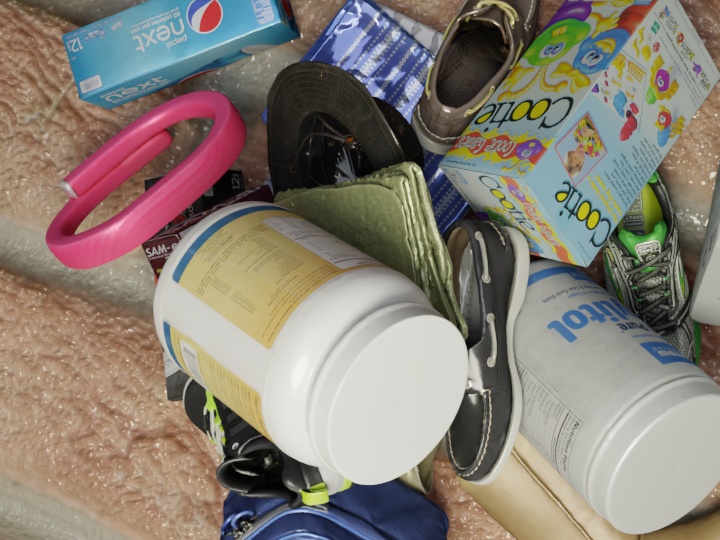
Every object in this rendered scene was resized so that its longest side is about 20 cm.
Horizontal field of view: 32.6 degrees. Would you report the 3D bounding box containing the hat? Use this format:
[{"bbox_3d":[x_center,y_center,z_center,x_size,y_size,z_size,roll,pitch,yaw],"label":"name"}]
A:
[{"bbox_3d":[0.002,-0.081,1.012,0.200,0.081,0.201,28,129,40],"label":"hat"}]

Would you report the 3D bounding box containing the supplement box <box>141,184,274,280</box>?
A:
[{"bbox_3d":[-0.090,0.042,1.037,0.061,0.109,0.200,-11,107,50],"label":"supplement box"}]

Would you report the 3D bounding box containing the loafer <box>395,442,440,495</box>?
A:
[{"bbox_3d":[0.061,0.101,1.050,0.068,0.076,0.201,5,88,18],"label":"loafer"}]

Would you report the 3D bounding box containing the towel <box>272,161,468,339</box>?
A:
[{"bbox_3d":[0.000,0.000,0.947,0.200,0.036,0.149,-9,94,52],"label":"towel"}]

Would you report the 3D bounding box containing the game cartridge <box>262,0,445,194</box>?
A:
[{"bbox_3d":[0.010,-0.128,1.092,0.129,0.038,0.200,28,94,8],"label":"game cartridge"}]

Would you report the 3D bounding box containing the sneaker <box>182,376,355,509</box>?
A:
[{"bbox_3d":[-0.086,0.126,0.935,0.200,0.083,0.072,14,123,44],"label":"sneaker"}]

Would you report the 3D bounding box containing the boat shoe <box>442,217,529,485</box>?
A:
[{"bbox_3d":[0.084,0.060,0.929,0.074,0.060,0.201,2,82,52],"label":"boat shoe"}]

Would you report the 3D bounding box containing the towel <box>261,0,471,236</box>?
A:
[{"bbox_3d":[0.026,-0.125,1.061,0.200,0.024,0.145,41,97,10],"label":"towel"}]

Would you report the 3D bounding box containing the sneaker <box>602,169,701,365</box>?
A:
[{"bbox_3d":[0.231,0.002,1.013,0.078,0.085,0.201,-14,86,11],"label":"sneaker"}]

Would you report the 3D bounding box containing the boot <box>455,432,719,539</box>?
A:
[{"bbox_3d":[0.205,0.191,1.022,0.175,0.066,0.200,-43,79,7],"label":"boot"}]

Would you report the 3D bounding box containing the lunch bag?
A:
[{"bbox_3d":[-0.024,0.237,0.985,0.200,0.132,0.136,35,119,-23],"label":"lunch bag"}]

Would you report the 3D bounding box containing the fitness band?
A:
[{"bbox_3d":[-0.186,-0.081,1.051,0.200,0.144,0.037,-43,123,-12],"label":"fitness band"}]

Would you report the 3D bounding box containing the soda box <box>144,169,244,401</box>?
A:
[{"bbox_3d":[-0.138,0.012,1.093,0.071,0.063,0.201,-10,85,33],"label":"soda box"}]

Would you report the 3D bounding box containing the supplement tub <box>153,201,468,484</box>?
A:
[{"bbox_3d":[-0.037,0.048,0.860,0.200,0.145,0.145,31,95,42],"label":"supplement tub"}]

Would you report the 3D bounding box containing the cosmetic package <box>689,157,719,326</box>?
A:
[{"bbox_3d":[0.370,-0.042,0.922,0.199,0.167,0.167,12,71,13],"label":"cosmetic package"}]

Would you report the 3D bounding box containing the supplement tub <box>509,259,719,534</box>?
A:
[{"bbox_3d":[0.180,0.092,0.955,0.132,0.132,0.200,-51,44,6],"label":"supplement tub"}]

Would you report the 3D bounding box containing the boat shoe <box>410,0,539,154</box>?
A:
[{"bbox_3d":[0.103,-0.188,1.022,0.072,0.060,0.200,29,65,3],"label":"boat shoe"}]

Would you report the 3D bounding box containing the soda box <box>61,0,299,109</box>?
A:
[{"bbox_3d":[-0.161,-0.212,1.113,0.199,0.068,0.064,-18,85,11],"label":"soda box"}]

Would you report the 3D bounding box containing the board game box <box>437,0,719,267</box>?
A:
[{"bbox_3d":[0.174,-0.118,0.969,0.200,0.105,0.103,-52,34,-16],"label":"board game box"}]
